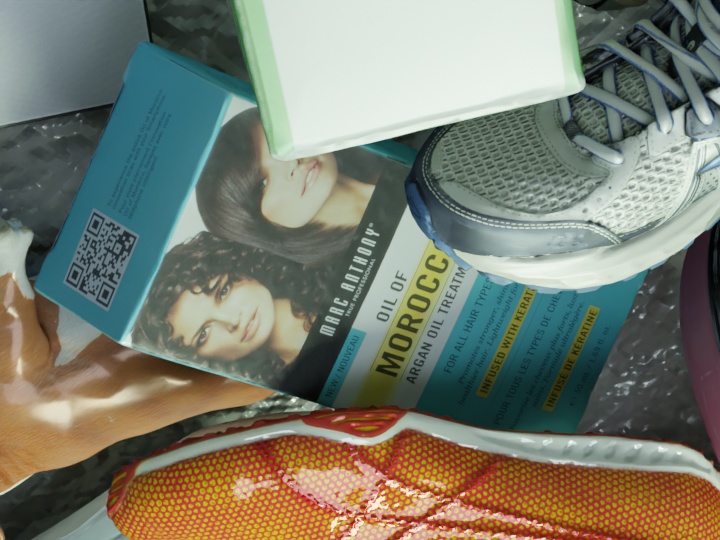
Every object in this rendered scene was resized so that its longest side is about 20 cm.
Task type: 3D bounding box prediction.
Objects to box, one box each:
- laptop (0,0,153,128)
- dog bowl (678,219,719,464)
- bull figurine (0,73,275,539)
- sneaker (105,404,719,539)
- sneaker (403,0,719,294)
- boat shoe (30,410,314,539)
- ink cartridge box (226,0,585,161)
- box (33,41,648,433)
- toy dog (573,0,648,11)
[{"bbox_3d":[-0.152,-0.083,0.788,0.187,0.116,0.200,-11,129,-6],"label":"laptop"},{"bbox_3d":[0.185,0.037,0.938,0.200,0.200,0.074,31,133,-33],"label":"dog bowl"},{"bbox_3d":[-0.090,0.018,0.913,0.200,0.065,0.121,-20,129,-14],"label":"bull figurine"},{"bbox_3d":[0.021,0.085,0.868,0.200,0.077,0.073,5,163,-9],"label":"sneaker"},{"bbox_3d":[0.105,-0.062,0.836,0.200,0.077,0.085,-21,149,-16],"label":"sneaker"},{"bbox_3d":[-0.062,0.095,0.979,0.200,0.067,0.074,-20,93,18],"label":"boat shoe"},{"bbox_3d":[-0.013,-0.148,0.723,0.087,0.200,0.145,-13,131,-1],"label":"ink cartridge box"},{"bbox_3d":[0.000,0.000,0.879,0.200,0.049,0.082,19,98,-44],"label":"box"},{"bbox_3d":[0.123,-0.152,0.824,0.132,0.096,0.200,-3,128,-13],"label":"toy dog"}]
